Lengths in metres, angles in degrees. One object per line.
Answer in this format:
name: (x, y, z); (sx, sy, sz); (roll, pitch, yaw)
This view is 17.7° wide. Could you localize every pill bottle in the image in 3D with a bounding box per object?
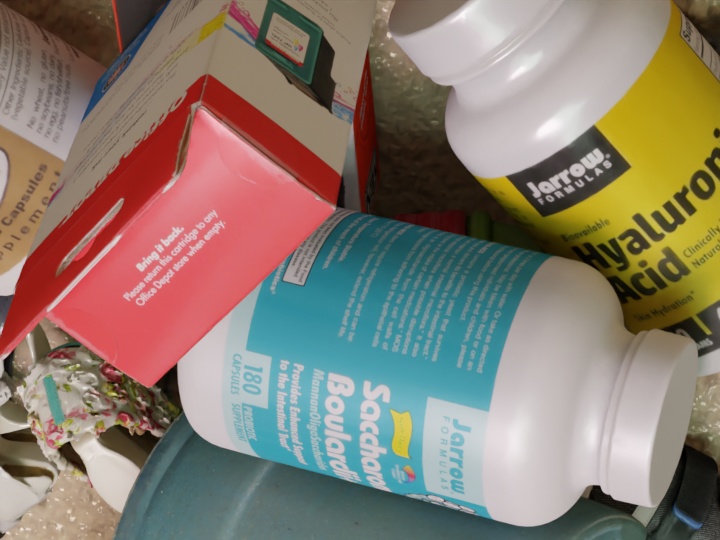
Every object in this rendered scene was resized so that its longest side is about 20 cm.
pill bottle: (-0.205, -0.079, 0.967); (0.114, 0.115, 0.200); (-36, 132, 28)
pill bottle: (0.105, -0.058, 0.971); (0.111, 0.111, 0.200); (-33, 114, 27)
pill bottle: (0.034, 0.040, 0.950); (0.199, 0.111, 0.111); (13, 128, 19)

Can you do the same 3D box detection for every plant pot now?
plant pot: (0.020, 0.162, 1.042); (0.195, 0.200, 0.201); (12, 131, 34)

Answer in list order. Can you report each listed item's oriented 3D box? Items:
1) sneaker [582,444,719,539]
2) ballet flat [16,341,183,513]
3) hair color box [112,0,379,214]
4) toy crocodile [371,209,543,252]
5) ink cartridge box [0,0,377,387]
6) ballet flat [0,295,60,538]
sneaker: (0.124, 0.171, 1.154); (0.111, 0.073, 0.201); (18, 125, -3)
ballet flat: (-0.091, 0.109, 1.122); (0.076, 0.064, 0.200); (-37, 127, 20)
hair color box: (-0.050, -0.105, 0.991); (0.101, 0.061, 0.201); (-1, 126, 8)
toy crocodile: (0.000, 0.000, 1.054); (0.199, 0.068, 0.062); (-3, 124, 11)
ink cartridge box: (-0.062, -0.040, 0.878); (0.067, 0.200, 0.116); (36, 122, -17)
ballet flat: (-0.181, 0.078, 1.138); (0.073, 0.073, 0.201); (7, 124, 3)
